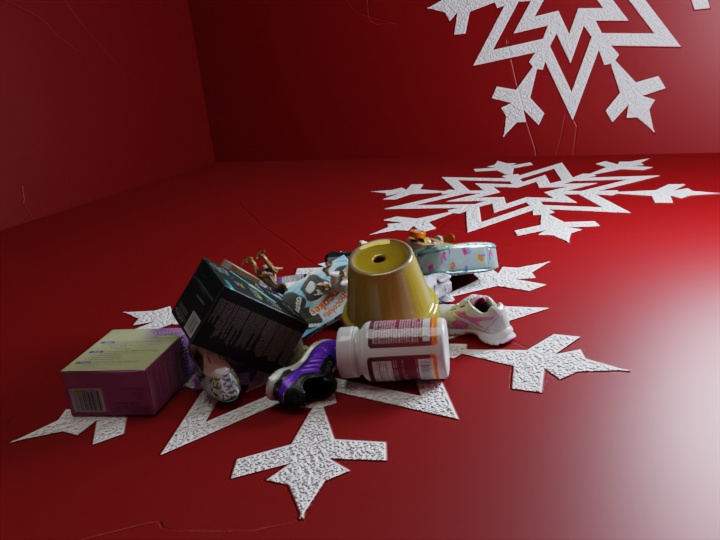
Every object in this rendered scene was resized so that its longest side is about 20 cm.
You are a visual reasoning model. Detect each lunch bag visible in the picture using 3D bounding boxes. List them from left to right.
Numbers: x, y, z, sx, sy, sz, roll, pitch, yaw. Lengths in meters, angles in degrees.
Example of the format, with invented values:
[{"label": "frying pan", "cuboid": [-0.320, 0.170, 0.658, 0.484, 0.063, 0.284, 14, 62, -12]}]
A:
[{"label": "lunch bag", "cuboid": [0.223, -0.026, 1.935, 0.200, 0.077, 0.160, -4, -1, -25]}]

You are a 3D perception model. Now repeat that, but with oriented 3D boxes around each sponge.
[{"label": "sponge", "cuboid": [-0.268, 0.185, 1.607, 0.111, 0.030, 0.200, -6, 18, 1]}]

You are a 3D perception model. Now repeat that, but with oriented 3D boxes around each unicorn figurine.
[{"label": "unicorn figurine", "cuboid": [0.000, 0.000, 1.690, 0.200, 0.137, 0.074, -17, 62, 2]}]

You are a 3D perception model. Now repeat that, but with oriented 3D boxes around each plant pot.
[{"label": "plant pot", "cuboid": [0.053, 0.047, 1.574, 0.200, 0.189, 0.201, -8, 34, 6]}]

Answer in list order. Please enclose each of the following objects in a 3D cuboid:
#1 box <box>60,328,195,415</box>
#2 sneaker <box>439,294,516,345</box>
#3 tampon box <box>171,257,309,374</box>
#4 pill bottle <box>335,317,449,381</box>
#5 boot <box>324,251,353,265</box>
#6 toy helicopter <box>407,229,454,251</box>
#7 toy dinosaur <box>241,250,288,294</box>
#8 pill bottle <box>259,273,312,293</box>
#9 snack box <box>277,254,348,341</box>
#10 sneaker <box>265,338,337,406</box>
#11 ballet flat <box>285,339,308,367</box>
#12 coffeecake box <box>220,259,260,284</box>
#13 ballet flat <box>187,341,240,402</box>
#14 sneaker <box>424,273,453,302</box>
[{"label": "box", "cuboid": [-0.446, 0.195, 1.533, 0.176, 0.097, 0.200, -3, 19, 13]}, {"label": "sneaker", "cuboid": [0.233, 0.088, 1.623, 0.200, 0.088, 0.081, 10, 24, 44]}, {"label": "tampon box", "cuboid": [-0.232, 0.092, 1.509, 0.200, 0.126, 0.150, 29, 6, -34]}, {"label": "pill bottle", "cuboid": [0.061, 0.148, 1.456, 0.200, 0.114, 0.114, -3, 18, 10]}, {"label": "boot", "cuboid": [-0.009, -0.013, 2.029, 0.168, 0.077, 0.200, -3, 5, 1]}, {"label": "toy helicopter", "cuboid": [0.229, -0.067, 2.178, 0.200, 0.079, 0.132, 11, 13, 18]}, {"label": "toy dinosaur", "cuboid": [-0.209, 0.004, 1.735, 0.060, 0.106, 0.200, -36, 25, 0]}, {"label": "pill bottle", "cuboid": [-0.150, 0.066, 1.800, 0.200, 0.112, 0.111, -7, 17, -2]}, {"label": "snack box", "cuboid": [-0.085, 0.062, 1.723, 0.200, 0.116, 0.037, -31, -17, -22]}, {"label": "sneaker", "cuboid": [-0.076, 0.196, 1.451, 0.099, 0.070, 0.200, 13, 29, 32]}, {"label": "ballet flat", "cuboid": [-0.144, 0.155, 1.594, 0.071, 0.071, 0.200, -14, 18, -20]}, {"label": "coffeecake box", "cuboid": [-0.302, 0.062, 1.737, 0.073, 0.154, 0.200, 31, -4, -15]}, {"label": "ballet flat", "cuboid": [-0.285, 0.174, 1.491, 0.072, 0.072, 0.200, -15, 30, -23]}, {"label": "sneaker", "cuboid": [0.158, 0.053, 1.783, 0.115, 0.075, 0.200, -10, 15, -3]}]
